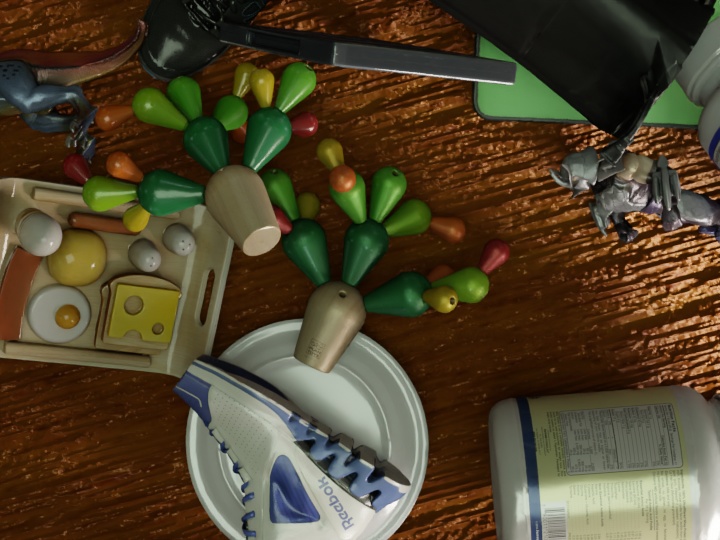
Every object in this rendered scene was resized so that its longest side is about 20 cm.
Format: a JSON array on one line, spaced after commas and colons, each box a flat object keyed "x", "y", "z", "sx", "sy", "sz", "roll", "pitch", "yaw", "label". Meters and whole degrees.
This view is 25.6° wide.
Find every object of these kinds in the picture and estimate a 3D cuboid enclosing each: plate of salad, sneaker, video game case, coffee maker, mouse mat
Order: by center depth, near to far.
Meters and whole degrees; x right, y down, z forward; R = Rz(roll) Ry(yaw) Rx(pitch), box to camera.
[{"x": 0.001, "y": -0.157, "z": 1.138, "sx": 0.142, "sy": 0.200, "sz": 0.019, "roll": 2, "pitch": 100, "yaw": -28, "label": "video game case"}, {"x": 0.145, "y": -0.204, "z": 1.149, "sx": 0.199, "sy": 0.192, "sz": 0.135, "roll": 35, "pitch": 115, "yaw": -2, "label": "coffee maker"}, {"x": -0.099, "y": -0.224, "z": 1.209, "sx": 0.073, "sy": 0.082, "sz": 0.200, "roll": 44, "pitch": 99, "yaw": -9, "label": "sneaker"}, {"x": -0.073, "y": 0.158, "z": 1.226, "sx": 0.199, "sy": 0.081, "sz": 0.116, "roll": 33, "pitch": 92, "yaw": 4, "label": "sneaker"}, {"x": 0.189, "y": -0.195, "z": 1.248, "sx": 0.198, "sy": 0.008, "sz": 0.163, "roll": 3, "pitch": 99, "yaw": 0, "label": "mouse mat"}, {"x": -0.043, "y": 0.140, "z": 1.286, "sx": 0.198, "sy": 0.048, "sz": 0.202, "roll": 0, "pitch": 90, "yaw": 7, "label": "plate of salad"}]

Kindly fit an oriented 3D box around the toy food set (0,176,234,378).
[{"x": -0.203, "y": 0.013, "z": 1.234, "sx": 0.198, "sy": 0.060, "sz": 0.145, "roll": 8, "pitch": 101, "yaw": -24, "label": "toy food set"}]

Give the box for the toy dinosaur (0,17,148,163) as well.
[{"x": -0.288, "y": -0.141, "z": 1.235, "sx": 0.181, "sy": 0.105, "sz": 0.201, "roll": 31, "pitch": 78, "yaw": 6, "label": "toy dinosaur"}]

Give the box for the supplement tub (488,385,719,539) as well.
[{"x": 0.204, "y": 0.165, "z": 1.237, "sx": 0.198, "sy": 0.145, "sz": 0.146, "roll": -5, "pitch": 99, "yaw": 1, "label": "supplement tub"}]

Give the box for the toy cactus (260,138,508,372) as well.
[{"x": 0.000, "y": 0.000, "z": 1.227, "sx": 0.199, "sy": 0.102, "sz": 0.166, "roll": 25, "pitch": 92, "yaw": -6, "label": "toy cactus"}]

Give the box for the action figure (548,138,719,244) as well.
[{"x": 0.237, "y": -0.051, "z": 1.218, "sx": 0.198, "sy": 0.130, "sz": 0.070, "roll": 16, "pitch": 89, "yaw": -10, "label": "action figure"}]

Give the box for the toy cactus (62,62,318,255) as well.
[{"x": -0.110, "y": -0.075, "z": 1.181, "sx": 0.199, "sy": 0.103, "sz": 0.166, "roll": -23, "pitch": 58, "yaw": -14, "label": "toy cactus"}]

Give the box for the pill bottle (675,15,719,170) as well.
[{"x": 0.318, "y": -0.094, "z": 1.159, "sx": 0.112, "sy": 0.112, "sz": 0.201, "roll": -35, "pitch": 66, "yaw": 6, "label": "pill bottle"}]
